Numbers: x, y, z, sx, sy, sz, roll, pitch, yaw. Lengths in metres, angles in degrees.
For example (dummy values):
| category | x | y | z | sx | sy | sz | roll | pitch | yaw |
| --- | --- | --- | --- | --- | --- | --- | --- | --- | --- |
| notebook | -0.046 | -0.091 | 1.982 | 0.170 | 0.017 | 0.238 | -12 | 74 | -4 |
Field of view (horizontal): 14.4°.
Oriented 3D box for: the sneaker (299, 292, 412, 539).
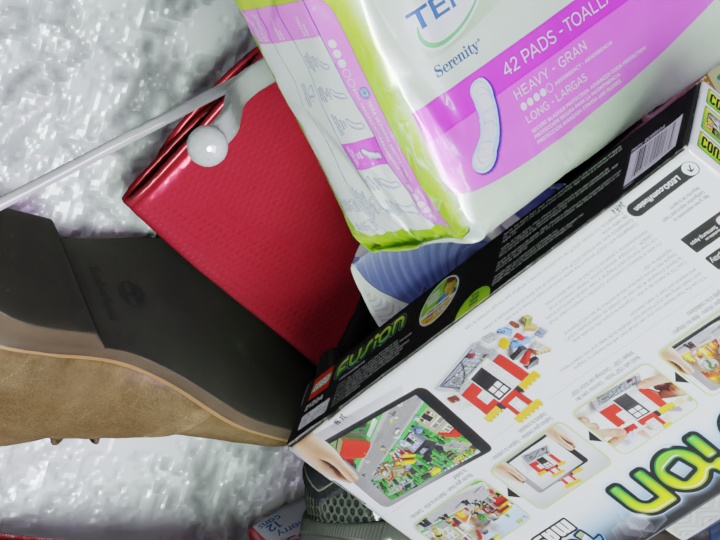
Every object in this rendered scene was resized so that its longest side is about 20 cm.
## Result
| category | x | y | z | sx | sy | sz | roll | pitch | yaw |
| --- | --- | --- | --- | --- | --- | --- | --- | --- | --- |
| sneaker | 0.059 | 0.049 | 1.069 | 0.199 | 0.076 | 0.114 | -5 | 98 | -40 |

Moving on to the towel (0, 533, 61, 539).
| category | x | y | z | sx | sy | sz | roll | pitch | yaw |
| --- | --- | --- | --- | --- | --- | --- | --- | --- | --- |
| towel | -0.092 | 0.168 | 1.062 | 0.200 | 0.023 | 0.144 | 5 | 109 | -10 |

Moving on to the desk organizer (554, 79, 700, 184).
| category | x | y | z | sx | sy | sz | roll | pitch | yaw |
| --- | --- | --- | --- | --- | --- | --- | --- | --- | --- |
| desk organizer | 0.105 | -0.097 | 1.015 | 0.200 | 0.077 | 0.072 | -43 | 94 | 8 |

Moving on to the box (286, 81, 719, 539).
| category | x | y | z | sx | sy | sz | roll | pitch | yaw |
| --- | --- | --- | --- | --- | --- | --- | --- | --- | --- |
| box | 0.079 | 0.032 | 0.927 | 0.110 | 0.035 | 0.200 | 38 | 130 | -18 |

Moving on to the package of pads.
| category | x | y | z | sx | sy | sz | roll | pitch | yaw |
| --- | --- | --- | --- | --- | --- | --- | --- | --- | --- |
| package of pads | 0.023 | -0.122 | 0.893 | 0.154 | 0.068 | 0.200 | -36 | 108 | -31 |

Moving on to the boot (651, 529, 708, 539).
| category | x | y | z | sx | sy | sz | roll | pitch | yaw |
| --- | --- | --- | --- | --- | --- | --- | --- | --- | --- |
| boot | 0.217 | 0.138 | 1.230 | 0.200 | 0.064 | 0.186 | 24 | 137 | -38 |

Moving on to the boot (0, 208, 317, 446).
| category | x | y | z | sx | sy | sz | roll | pitch | yaw |
| --- | --- | --- | --- | --- | --- | --- | --- | --- | --- |
| boot | -0.094 | 0.033 | 1.033 | 0.200 | 0.074 | 0.075 | 19 | 128 | -43 |

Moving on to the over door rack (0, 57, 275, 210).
| category | x | y | z | sx | sy | sz | roll | pitch | yaw |
| --- | --- | --- | --- | --- | --- | --- | --- | --- | --- |
| over door rack | -0.104 | -0.093 | 0.906 | 0.200 | 0.067 | 0.148 | -25 | 108 | -6 |

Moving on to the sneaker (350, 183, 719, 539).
| category | x | y | z | sx | sy | sz | roll | pitch | yaw |
| --- | --- | --- | --- | --- | --- | --- | --- | --- | --- |
| sneaker | 0.094 | 0.008 | 1.010 | 0.199 | 0.081 | 0.115 | 36 | 48 | -17 |

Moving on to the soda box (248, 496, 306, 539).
| category | x | y | z | sx | sy | sz | roll | pitch | yaw |
| --- | --- | --- | --- | --- | --- | --- | --- | --- | --- |
| soda box | 0.011 | 0.184 | 1.153 | 0.063 | 0.070 | 0.200 | -23 | 122 | -22 |

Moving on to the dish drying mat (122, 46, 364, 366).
| category | x | y | z | sx | sy | sz | roll | pitch | yaw |
| --- | --- | --- | --- | --- | --- | --- | --- | --- | --- |
| dish drying mat | 0.000 | 0.000 | 1.075 | 0.077 | 0.018 | 0.200 | -47 | 125 | 3 |

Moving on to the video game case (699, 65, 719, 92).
| category | x | y | z | sx | sy | sz | roll | pitch | yaw |
| --- | --- | --- | --- | --- | --- | --- | --- | --- | --- |
| video game case | 0.070 | -0.060 | 1.119 | 0.182 | 0.022 | 0.200 | -43 | 127 | -11 |
